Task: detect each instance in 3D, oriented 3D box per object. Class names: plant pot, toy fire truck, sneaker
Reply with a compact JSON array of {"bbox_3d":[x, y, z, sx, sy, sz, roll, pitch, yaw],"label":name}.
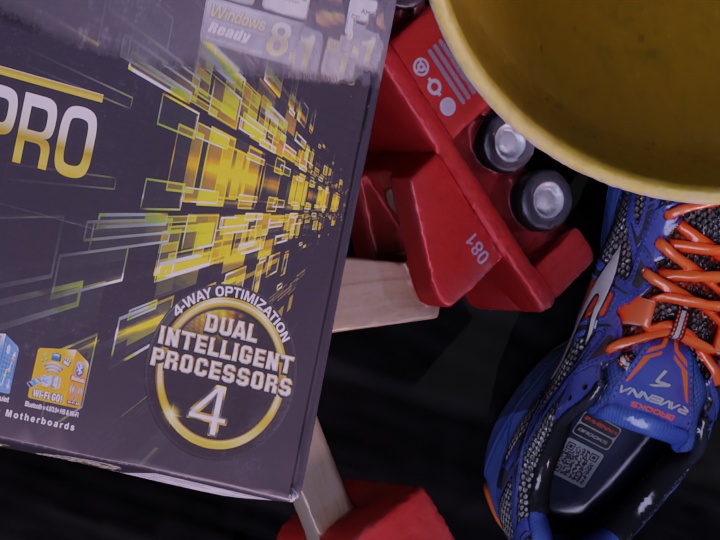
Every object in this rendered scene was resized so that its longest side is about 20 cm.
[{"bbox_3d":[0.107,-0.142,0.889,0.199,0.142,0.201,-3,122,-5],"label":"plant pot"},{"bbox_3d":[0.000,0.000,0.970,0.141,0.049,0.200,-43,111,-24],"label":"toy fire truck"},{"bbox_3d":[0.104,0.025,1.004,0.075,0.078,0.201,19,113,-7],"label":"sneaker"}]

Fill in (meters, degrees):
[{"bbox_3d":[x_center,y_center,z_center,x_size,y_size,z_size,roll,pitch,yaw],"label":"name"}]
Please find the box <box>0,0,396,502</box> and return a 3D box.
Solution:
[{"bbox_3d":[-0.095,-0.029,0.861,0.199,0.049,0.162,16,81,-31],"label":"box"}]
